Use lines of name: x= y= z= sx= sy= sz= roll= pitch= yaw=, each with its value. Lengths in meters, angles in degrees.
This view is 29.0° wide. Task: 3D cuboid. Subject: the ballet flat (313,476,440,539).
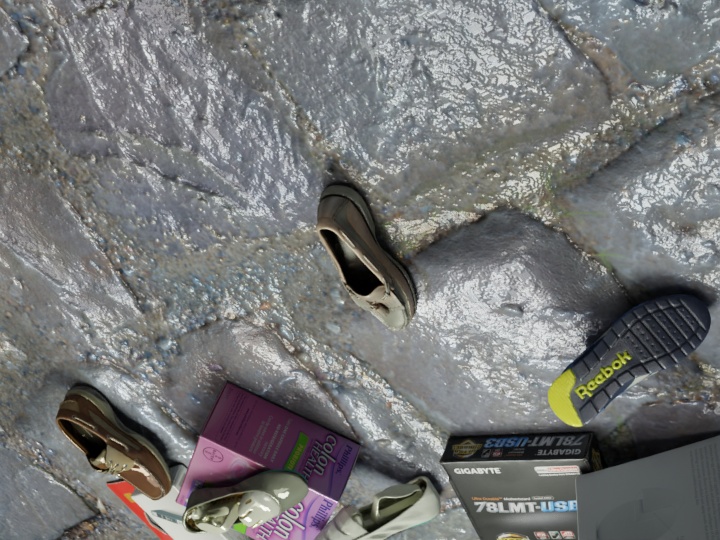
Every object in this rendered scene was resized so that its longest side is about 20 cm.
ballet flat: x=0.012 y=0.319 z=1.791 sx=0.070 sy=0.198 sz=0.070 roll=54 pitch=158 yaw=35

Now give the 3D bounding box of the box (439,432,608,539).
box: x=0.224 y=0.286 z=1.735 sx=0.198 sy=0.050 sz=0.199 roll=-6 pitch=131 yaw=29

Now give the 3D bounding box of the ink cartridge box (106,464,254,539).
ink cartridge box: x=-0.267 y=0.380 z=2.065 sx=0.175 sy=0.045 sz=0.200 roll=-19 pitch=123 yaw=36

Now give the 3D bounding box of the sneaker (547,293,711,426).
sneaker: x=0.288 y=0.086 z=1.488 sx=0.199 sy=0.082 sz=0.074 roll=-38 pitch=84 yaw=27

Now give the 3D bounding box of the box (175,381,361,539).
box: x=-0.125 y=0.270 z=1.845 sx=0.198 sy=0.097 sz=0.177 roll=25 pitch=138 yaw=-1

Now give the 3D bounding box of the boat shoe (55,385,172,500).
boat shoe: x=-0.347 y=0.252 z=1.930 sx=0.200 sy=0.072 sz=0.076 roll=44 pitch=128 yaw=-9

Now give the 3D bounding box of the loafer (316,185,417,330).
loafer: x=0.000 y=0.000 z=1.534 sx=0.071 sy=0.063 sz=0.201 roll=-7 pitch=130 yaw=29

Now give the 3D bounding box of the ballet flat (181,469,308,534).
ballet flat: x=-0.148 y=0.303 z=1.769 sx=0.199 sy=0.064 sz=0.068 roll=-17 pitch=124 yaw=37

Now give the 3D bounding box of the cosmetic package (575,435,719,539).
cosmetic package: x=0.356 y=0.313 z=1.553 sx=0.198 sy=0.200 sz=0.123 roll=-21 pitch=124 yaw=22
